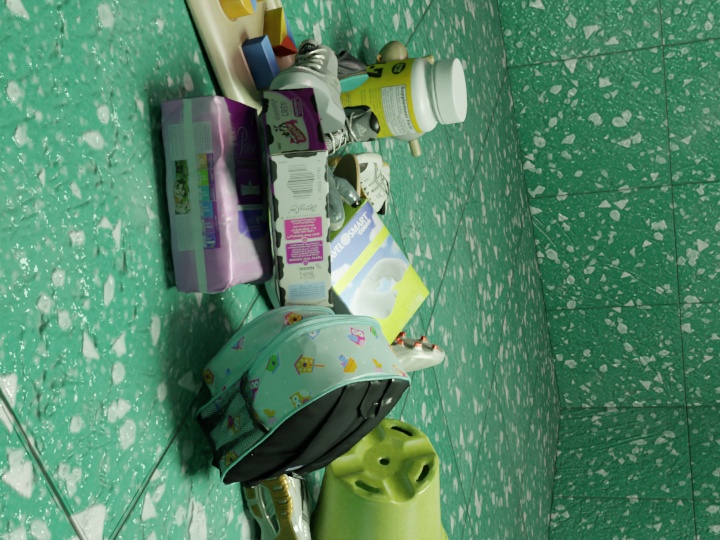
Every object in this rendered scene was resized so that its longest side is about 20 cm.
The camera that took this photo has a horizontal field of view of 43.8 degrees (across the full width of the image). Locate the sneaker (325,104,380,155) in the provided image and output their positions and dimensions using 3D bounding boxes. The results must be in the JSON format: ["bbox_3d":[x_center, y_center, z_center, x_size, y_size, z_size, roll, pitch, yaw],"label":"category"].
[{"bbox_3d":[-0.035,-0.190,1.223,0.200,0.115,0.075,-61,142,-58],"label":"sneaker"}]

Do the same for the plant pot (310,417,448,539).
[{"bbox_3d":[0.022,0.289,1.098,0.201,0.200,0.185,-67,164,-52],"label":"plant pot"}]

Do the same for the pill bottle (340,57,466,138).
[{"bbox_3d":[0.056,-0.264,1.372,0.114,0.199,0.115,-4,90,-71],"label":"pill bottle"}]

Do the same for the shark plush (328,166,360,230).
[{"bbox_3d":[-0.064,-0.138,1.104,0.083,0.091,0.201,60,13,-77],"label":"shark plush"}]

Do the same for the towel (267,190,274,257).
[{"bbox_3d":[-0.083,-0.027,1.195,0.200,0.023,0.144,55,37,-56],"label":"towel"}]

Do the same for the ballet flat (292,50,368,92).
[{"bbox_3d":[-0.060,-0.274,1.254,0.200,0.073,0.073,-36,120,-54],"label":"ballet flat"}]

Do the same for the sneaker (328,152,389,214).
[{"bbox_3d":[0.005,-0.127,1.365,0.200,0.075,0.088,6,81,-70],"label":"sneaker"}]

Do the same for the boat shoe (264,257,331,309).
[{"bbox_3d":[-0.066,0.057,1.143,0.069,0.056,0.200,-59,150,-26],"label":"boat shoe"}]

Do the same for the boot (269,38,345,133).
[{"bbox_3d":[-0.067,-0.235,1.084,0.200,0.073,0.096,30,53,-80],"label":"boot"}]

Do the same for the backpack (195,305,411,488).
[{"bbox_3d":[-0.056,0.121,0.938,0.175,0.200,0.154,7,55,-48],"label":"backpack"}]

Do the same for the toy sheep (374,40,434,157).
[{"bbox_3d":[0.076,-0.294,1.539,0.138,0.137,0.201,-30,106,-69],"label":"toy sheep"}]

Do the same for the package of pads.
[{"bbox_3d":[-0.148,-0.078,0.940,0.120,0.075,0.201,-15,101,-75],"label":"package of pads"}]

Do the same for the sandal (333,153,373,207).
[{"bbox_3d":[-0.004,-0.051,1.251,0.069,0.078,0.213,9,82,-34],"label":"sandal"}]

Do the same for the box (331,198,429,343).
[{"bbox_3d":[0.000,0.000,1.183,0.122,0.048,0.200,-51,123,-24],"label":"box"}]

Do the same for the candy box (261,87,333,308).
[{"bbox_3d":[-0.068,-0.075,0.961,0.137,0.061,0.201,-103,-171,-52],"label":"candy box"}]

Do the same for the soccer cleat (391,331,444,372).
[{"bbox_3d":[0.029,0.133,1.298,0.069,0.199,0.078,-147,-118,-61],"label":"soccer cleat"}]

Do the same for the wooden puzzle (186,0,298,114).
[{"bbox_3d":[-0.128,-0.300,1.073,0.200,0.046,0.186,-67,144,-52],"label":"wooden puzzle"}]

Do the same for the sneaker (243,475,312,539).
[{"bbox_3d":[-0.080,0.307,1.059,0.088,0.075,0.201,-26,111,-69],"label":"sneaker"}]
